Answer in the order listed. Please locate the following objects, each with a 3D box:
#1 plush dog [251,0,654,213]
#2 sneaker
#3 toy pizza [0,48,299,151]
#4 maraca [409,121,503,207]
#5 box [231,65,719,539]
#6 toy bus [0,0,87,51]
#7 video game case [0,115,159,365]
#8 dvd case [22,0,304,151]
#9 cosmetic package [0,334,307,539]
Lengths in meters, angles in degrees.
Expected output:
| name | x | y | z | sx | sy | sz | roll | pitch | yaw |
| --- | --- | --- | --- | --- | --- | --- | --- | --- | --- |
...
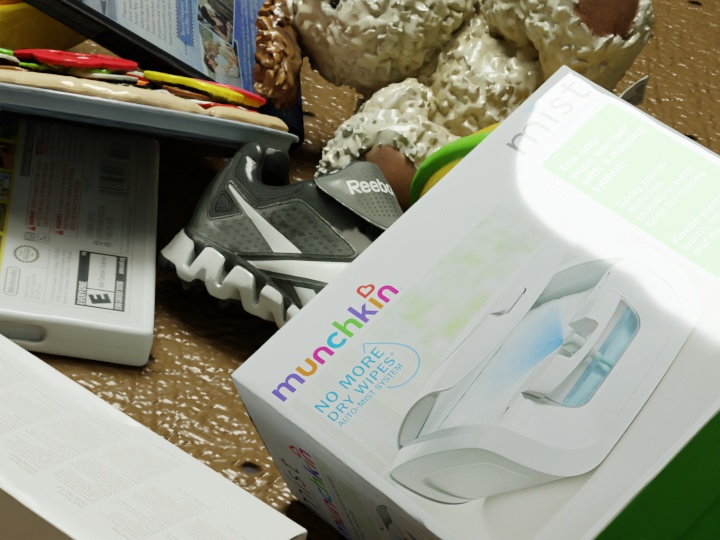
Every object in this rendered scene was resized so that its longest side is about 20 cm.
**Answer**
| name | x | y | z | sx | sy | sz | roll | pitch | yaw |
| --- | --- | --- | --- | --- | --- | --- | --- | --- | --- |
| plush dog | 0.040 | -0.118 | 1.358 | 0.172 | 0.200 | 0.160 | 49 | 3 | 14 |
| sneaker | 0.000 | 0.000 | 1.186 | 0.200 | 0.091 | 0.066 | 29 | 8 | 30 |
| toy pizza | -0.127 | -0.087 | 1.281 | 0.199 | 0.032 | 0.200 | 8 | 1 | 0 |
| maraca | 0.114 | -0.013 | 1.215 | 0.199 | 0.137 | 0.107 | 5 | 52 | 30 |
| box | 0.084 | 0.044 | 1.051 | 0.200 | 0.097 | 0.176 | -42 | 52 | -15 |
| toy bus | -0.220 | -0.221 | 1.404 | 0.135 | 0.193 | 0.200 | -13 | 28 | -43 |
| video game case | -0.187 | -0.024 | 1.243 | 0.181 | 0.023 | 0.200 | 9 | 28 | -8 |
| dvd case | -0.105 | -0.159 | 1.372 | 0.200 | 0.018 | 0.143 | 29 | 44 | -40 |
| cosmetic package | -0.124 | 0.087 | 1.025 | 0.200 | 0.051 | 0.082 | 30 | 30 | 30 |
